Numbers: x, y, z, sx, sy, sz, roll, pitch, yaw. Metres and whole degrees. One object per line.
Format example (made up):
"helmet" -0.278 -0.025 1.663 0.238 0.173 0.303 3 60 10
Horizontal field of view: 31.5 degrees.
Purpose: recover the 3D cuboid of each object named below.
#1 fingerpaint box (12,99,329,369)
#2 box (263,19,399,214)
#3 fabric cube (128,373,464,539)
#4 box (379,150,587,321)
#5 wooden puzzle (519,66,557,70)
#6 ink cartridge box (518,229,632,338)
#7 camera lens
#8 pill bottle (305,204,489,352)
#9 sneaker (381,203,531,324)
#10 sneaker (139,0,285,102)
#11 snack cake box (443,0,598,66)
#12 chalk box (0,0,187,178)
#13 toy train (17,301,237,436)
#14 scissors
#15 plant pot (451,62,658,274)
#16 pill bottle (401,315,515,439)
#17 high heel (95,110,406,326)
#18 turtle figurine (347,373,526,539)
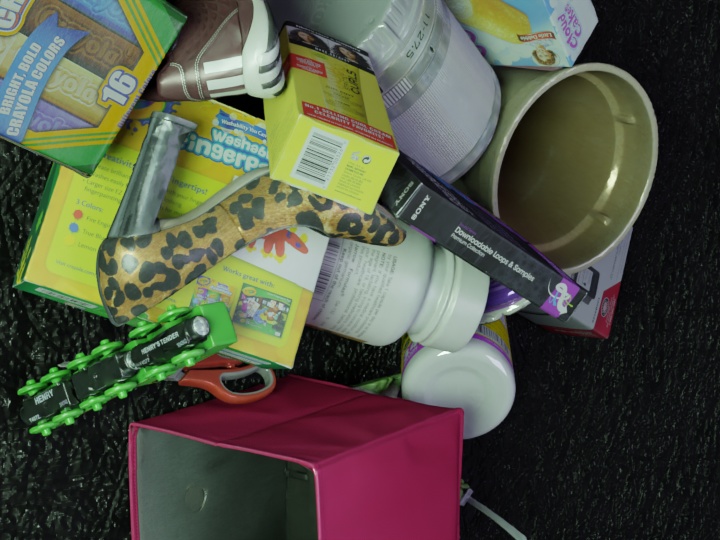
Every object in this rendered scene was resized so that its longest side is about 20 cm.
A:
"fingerpaint box" -0.126 -0.037 0.921 0.199 0.073 0.168 19 79 -20
"box" -0.025 -0.111 0.883 0.075 0.200 0.050 20 115 -15
"fabric cube" -0.048 0.210 1.040 0.199 0.199 0.197 -11 104 -52
"box" 0.073 -0.042 0.999 0.200 0.143 0.036 28 102 -37
"wooden puzzle" 0.164 -0.261 1.383 0.185 0.037 0.201 -22 109 -49
"ink cartridge box" 0.224 -0.018 1.462 0.200 0.083 0.146 27 75 -52
"camera lens" 0.016 -0.168 1.090 0.200 0.159 0.161 43 62 -48
"pill bottle" 0.000 0.000 1.064 0.199 0.114 0.115 17 81 -17
"sneaker" 0.077 -0.011 1.167 0.081 0.200 0.084 -34 129 -36
"sneaker" -0.123 -0.178 0.883 0.115 0.200 0.076 -12 126 -5
"snack cake box" 0.099 -0.247 1.152 0.067 0.199 0.115 -59 137 -27
"chalk box" -0.230 -0.163 0.760 0.124 0.124 0.200 -57 143 4
"toy train" -0.162 0.068 0.874 0.056 0.200 0.042 -10 77 -52
"scissors" -0.144 0.084 1.008 0.200 0.014 0.073 -9 63 -53
"plant pot" 0.151 -0.119 1.234 0.200 0.183 0.201 -13 116 -29
"pill bottle" 0.090 0.066 1.224 0.200 0.104 0.105 -86 165 -63
"high heel" -0.074 -0.008 0.868 0.199 0.071 0.143 20 85 -17
"turtle figurine" 0.059 0.192 1.198 0.144 0.200 0.195 -11 86 -38
